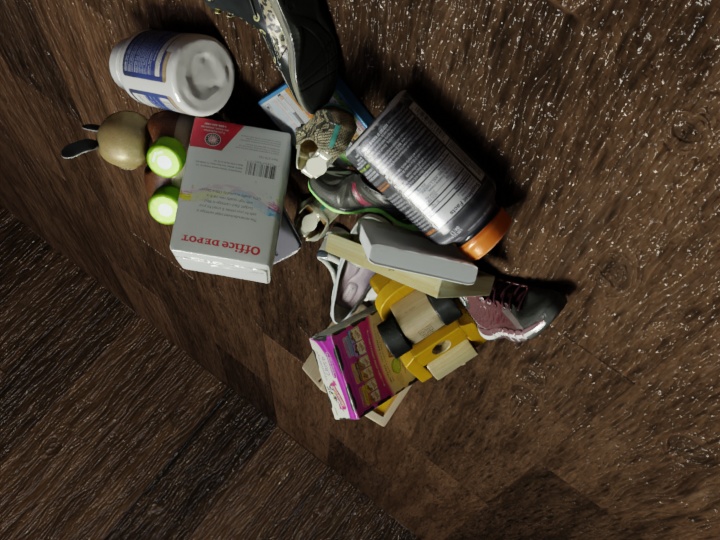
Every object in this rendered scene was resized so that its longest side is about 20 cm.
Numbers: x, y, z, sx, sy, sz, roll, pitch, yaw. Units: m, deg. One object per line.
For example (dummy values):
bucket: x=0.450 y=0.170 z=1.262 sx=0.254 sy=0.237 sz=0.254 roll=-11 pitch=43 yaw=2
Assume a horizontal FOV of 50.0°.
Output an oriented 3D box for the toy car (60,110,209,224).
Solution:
toy car: x=-0.349 y=-0.181 z=1.193 sx=0.197 sy=0.165 sz=0.160 roll=9 pitch=125 yaw=0

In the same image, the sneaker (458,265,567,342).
sneaker: x=0.185 y=0.035 z=1.048 sx=0.116 sy=0.076 sz=0.200 roll=46 pitch=158 yaw=-7

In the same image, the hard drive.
hard drive: x=0.066 y=-0.029 z=0.991 sx=0.130 sy=0.027 sz=0.200 roll=12 pitch=-168 yaw=-7

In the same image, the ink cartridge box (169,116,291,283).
ink cartridge box: x=-0.188 y=-0.098 z=1.151 sx=0.143 sy=0.203 sz=0.145 roll=10 pitch=168 yaw=-4

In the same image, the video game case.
video game case: x=-0.053 y=-0.203 z=1.061 sx=0.143 sy=0.018 sz=0.199 roll=49 pitch=157 yaw=-18

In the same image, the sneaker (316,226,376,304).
sneaker: x=-0.008 y=0.018 z=1.324 sx=0.200 sy=0.071 sz=0.073 roll=49 pitch=156 yaw=-26

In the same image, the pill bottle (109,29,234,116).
pill bottle: x=-0.284 y=-0.295 z=1.138 sx=0.199 sy=0.111 sz=0.112 roll=20 pitch=150 yaw=41

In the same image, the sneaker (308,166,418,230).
sneaker: x=0.017 y=-0.117 z=1.046 sx=0.198 sy=0.077 sz=0.084 roll=14 pitch=142 yaw=27

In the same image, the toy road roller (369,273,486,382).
toy road roller: x=0.094 y=0.064 z=1.184 sx=0.200 sy=0.122 sz=0.147 roll=47 pitch=-167 yaw=-52

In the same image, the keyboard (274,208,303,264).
keyboard: x=-0.185 y=-0.100 z=1.285 sx=0.126 sy=0.021 sz=0.202 roll=-23 pitch=100 yaw=26

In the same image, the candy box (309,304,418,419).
candy box: x=0.024 y=0.133 z=1.232 sx=0.061 sy=0.199 sz=0.138 roll=-11 pitch=99 yaw=47

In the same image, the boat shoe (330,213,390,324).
boat shoe: x=-0.002 y=0.000 z=1.215 sx=0.074 sy=0.065 sz=0.203 roll=24 pitch=130 yaw=-4

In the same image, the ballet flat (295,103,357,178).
ballet flat: x=-0.051 y=-0.153 z=0.958 sx=0.067 sy=0.076 sz=0.200 roll=19 pitch=178 yaw=-11

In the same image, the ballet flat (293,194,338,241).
ballet flat: x=-0.082 y=-0.084 z=1.268 sx=0.067 sy=0.063 sz=0.200 roll=40 pitch=158 yaw=-1

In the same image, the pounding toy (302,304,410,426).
pounding toy: x=0.042 y=0.166 z=1.373 sx=0.199 sy=0.185 sz=0.142 roll=35 pitch=179 yaw=-27

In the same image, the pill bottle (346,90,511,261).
pill bottle: x=0.086 y=-0.103 z=0.904 sx=0.200 sy=0.106 sz=0.106 roll=44 pitch=158 yaw=-8

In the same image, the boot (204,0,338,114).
boot: x=-0.110 y=-0.294 z=0.917 sx=0.153 sy=0.073 sz=0.205 roll=28 pitch=151 yaw=34

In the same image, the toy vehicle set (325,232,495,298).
toy vehicle set: x=0.064 y=-0.009 z=1.034 sx=0.199 sy=0.027 sz=0.123 roll=23 pitch=-165 yaw=38
